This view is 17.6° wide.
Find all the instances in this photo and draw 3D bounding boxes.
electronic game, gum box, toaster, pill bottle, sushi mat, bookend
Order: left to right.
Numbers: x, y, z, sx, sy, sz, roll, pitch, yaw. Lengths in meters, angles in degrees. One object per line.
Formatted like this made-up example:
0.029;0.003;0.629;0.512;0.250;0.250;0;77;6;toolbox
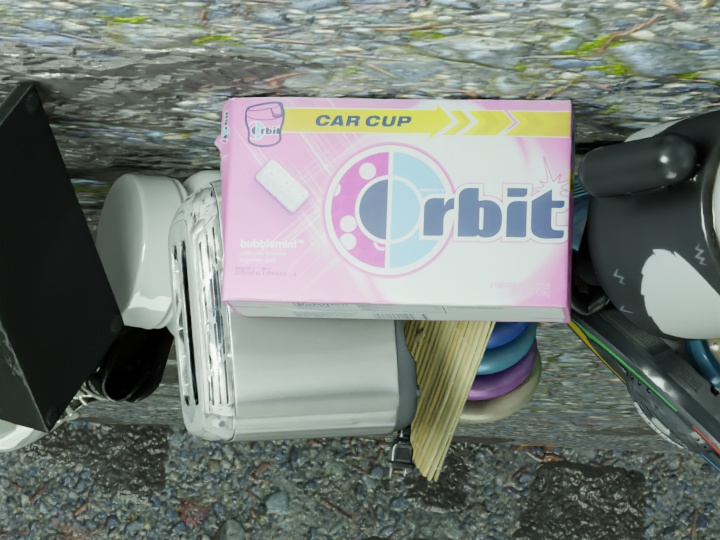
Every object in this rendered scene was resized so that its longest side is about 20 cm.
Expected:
-0.264;-0.023;1.346;0.200;0.092;0.199;13;141;26;bookend
-0.063;-0.004;1.497;0.200;0.114;0.114;6;171;-25;pill bottle
-0.041;0.028;1.380;0.129;0.200;0.114;-5;177;-12;toaster
0.017;-0.033;1.285;0.200;0.114;0.066;1;171;7;gum box
0.039;0.042;1.417;0.012;0.096;0.200;-21;150;-25;sushi mat
0.202;0.087;1.495;0.200;0.042;0.200;44;179;1;electronic game

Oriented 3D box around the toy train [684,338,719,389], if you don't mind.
0.214;-0.004;1.412;0.116;0.085;0.200;-32;132;27;toy train

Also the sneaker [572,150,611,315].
0.125;-0.016;1.443;0.078;0.090;0.200;4;172;-12;sneaker

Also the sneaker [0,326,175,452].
-0.200;0.069;1.606;0.076;0.200;0.115;42;-166;-20;sneaker

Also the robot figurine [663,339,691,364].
0.267;0.022;1.576;0.200;0.113;0.169;10;168;-44;robot figurine

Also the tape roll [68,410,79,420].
-0.309;0.039;1.767;0.202;0.139;0.203;2;171;0;tape roll

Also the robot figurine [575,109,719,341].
0.201;-0.024;1.250;0.150;0.125;0.200;-19;-175;-33;robot figurine

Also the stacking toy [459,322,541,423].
0.071;0.003;1.417;0.085;0.085;0.200;2;139;3;stacking toy
